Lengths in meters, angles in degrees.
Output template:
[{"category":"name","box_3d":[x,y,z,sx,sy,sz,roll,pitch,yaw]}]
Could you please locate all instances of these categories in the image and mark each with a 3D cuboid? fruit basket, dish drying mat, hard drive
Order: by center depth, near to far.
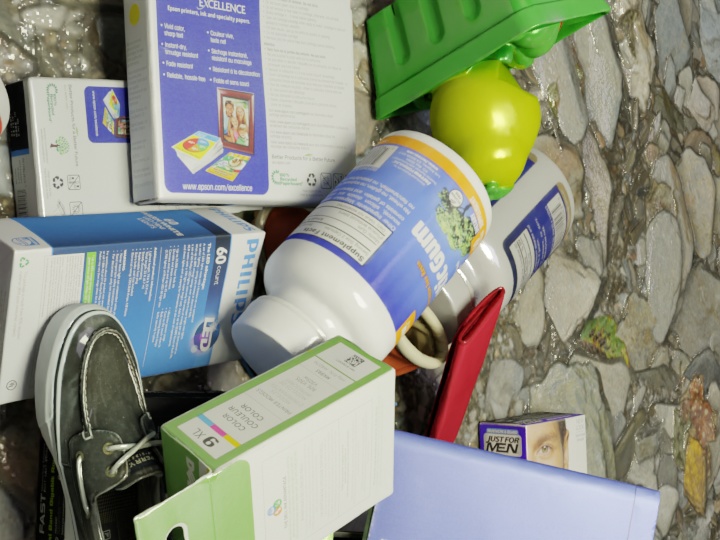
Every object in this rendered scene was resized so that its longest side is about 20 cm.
[{"category":"hard drive","box_3d":[0.101,0.198,0.774,0.198,0.025,0.133,13,83,-4]},{"category":"fruit basket","box_3d":[0.113,-0.167,0.971,0.155,0.214,0.218,-22,103,-45]},{"category":"dish drying mat","box_3d":[0.085,0.102,0.976,0.077,0.018,0.201,-46,157,-38]}]

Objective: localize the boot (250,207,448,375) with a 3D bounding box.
[{"category":"boot","box_3d":[-0.005,0.014,0.907,0.200,0.107,0.075,49,57,-31]}]

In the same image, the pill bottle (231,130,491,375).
[{"category":"pill bottle","box_3d":[0.000,0.000,0.812,0.200,0.111,0.113,-49,121,-26]}]

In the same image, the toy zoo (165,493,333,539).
[{"category":"toy zoo","box_3d":[-0.087,0.254,0.737,0.130,0.020,0.203,6,83,-20]}]

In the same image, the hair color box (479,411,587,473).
[{"category":"hair color box","box_3d":[0.178,0.249,1.118,0.109,0.064,0.203,-1,87,-46]}]

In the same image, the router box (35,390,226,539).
[{"category":"router box","box_3d":[-0.147,0.184,0.775,0.149,0.062,0.203,7,83,-44]}]

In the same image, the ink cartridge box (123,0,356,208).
[{"category":"ink cartridge box","box_3d":[-0.084,-0.148,0.823,0.196,0.047,0.203,-2,88,-45]}]

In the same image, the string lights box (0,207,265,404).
[{"category":"string lights box","box_3d":[-0.163,0.018,0.749,0.199,0.059,0.104,-6,115,-47]}]

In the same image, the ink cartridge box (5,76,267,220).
[{"category":"ink cartridge box","box_3d":[-0.156,-0.085,0.801,0.199,0.039,0.101,-6,92,-45]}]

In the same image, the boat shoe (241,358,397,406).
[{"category":"boat shoe","box_3d":[-0.024,0.114,0.906,0.200,0.068,0.085,45,57,-35]}]

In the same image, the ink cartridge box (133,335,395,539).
[{"category":"ink cartridge box","box_3d":[-0.066,0.130,0.682,0.199,0.059,0.105,-26,129,-38]}]

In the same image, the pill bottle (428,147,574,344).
[{"category":"pill bottle","box_3d":[0.101,-0.022,1.011,0.200,0.119,0.121,-43,117,-39]}]

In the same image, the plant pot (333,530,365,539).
[{"category":"plant pot","box_3d":[0.043,0.299,0.859,0.197,0.177,0.203,3,82,-4]}]

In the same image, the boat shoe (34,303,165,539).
[{"category":"boat shoe","box_3d":[-0.147,0.120,0.681,0.072,0.070,0.202,-14,100,-47]}]

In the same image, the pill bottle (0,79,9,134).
[{"category":"pill bottle","box_3d":[-0.288,-0.046,0.605,0.113,0.112,0.201,46,57,-34]}]
